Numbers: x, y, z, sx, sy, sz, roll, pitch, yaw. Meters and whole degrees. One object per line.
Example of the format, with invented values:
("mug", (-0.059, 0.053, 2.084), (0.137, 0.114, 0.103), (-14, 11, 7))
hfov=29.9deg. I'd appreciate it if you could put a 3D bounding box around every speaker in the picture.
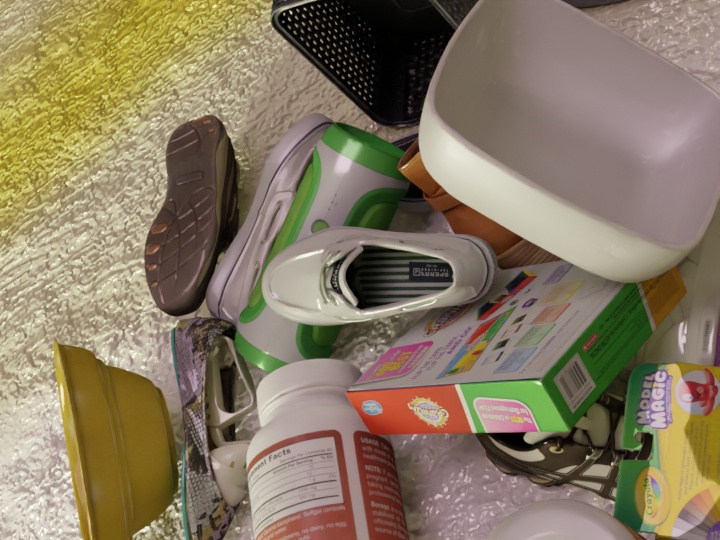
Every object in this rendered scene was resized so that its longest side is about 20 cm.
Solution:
("speaker", (-0.030, -0.014, 1.093), (0.088, 0.088, 0.201), (35, 106, 40))

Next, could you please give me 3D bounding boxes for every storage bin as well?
("storage bin", (0.031, -0.211, 1.099), (0.134, 0.200, 0.095), (-10, 62, 30))

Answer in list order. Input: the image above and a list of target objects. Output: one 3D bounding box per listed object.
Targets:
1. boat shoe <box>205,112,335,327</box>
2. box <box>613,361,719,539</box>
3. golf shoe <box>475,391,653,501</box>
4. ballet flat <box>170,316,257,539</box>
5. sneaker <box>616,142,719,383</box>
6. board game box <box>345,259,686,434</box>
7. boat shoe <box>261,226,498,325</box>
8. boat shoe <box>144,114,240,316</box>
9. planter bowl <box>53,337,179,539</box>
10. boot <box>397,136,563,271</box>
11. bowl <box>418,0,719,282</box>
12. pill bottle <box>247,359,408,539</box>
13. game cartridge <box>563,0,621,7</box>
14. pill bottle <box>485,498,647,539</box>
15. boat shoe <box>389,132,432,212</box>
("boat shoe", (-0.062, -0.037, 1.163), (0.065, 0.072, 0.201), (28, 85, 35))
("box", (0.262, 0.125, 0.840), (0.198, 0.048, 0.118), (7, 70, 13))
("golf shoe", (0.163, 0.116, 0.921), (0.199, 0.094, 0.078), (-2, 65, 32))
("ballet flat", (-0.116, 0.132, 1.108), (0.072, 0.072, 0.202), (-16, 71, 27))
("sneaker", (0.222, -0.009, 0.953), (0.099, 0.075, 0.202), (-2, 67, 33))
("board game box", (0.104, 0.050, 0.929), (0.153, 0.041, 0.199), (-42, 19, -33))
("boat shoe", (0.000, 0.000, 0.989), (0.199, 0.067, 0.074), (-10, 87, 31))
("boat shoe", (-0.139, -0.045, 1.218), (0.074, 0.073, 0.201), (-8, 57, 27))
("planter bowl", (-0.200, 0.149, 1.127), (0.083, 0.201, 0.201), (-10, 53, -15))
("boot", (0.138, -0.097, 0.998), (0.200, 0.155, 0.077), (-46, 13, 18))
("bowl", (0.137, -0.083, 0.890), (0.200, 0.199, 0.075), (-60, -2, -47))
("pill bottle", (-0.025, 0.174, 0.997), (0.112, 0.112, 0.201), (-24, 56, 22))
("game cartridge", (0.181, -0.288, 1.145), (0.199, 0.041, 0.134), (8, 69, 36))
("pill bottle", (0.152, 0.214, 0.809), (0.111, 0.200, 0.113), (-14, 61, 27))
("boat shoe", (0.079, -0.095, 1.096), (0.199, 0.068, 0.072), (-1, 67, 33))
